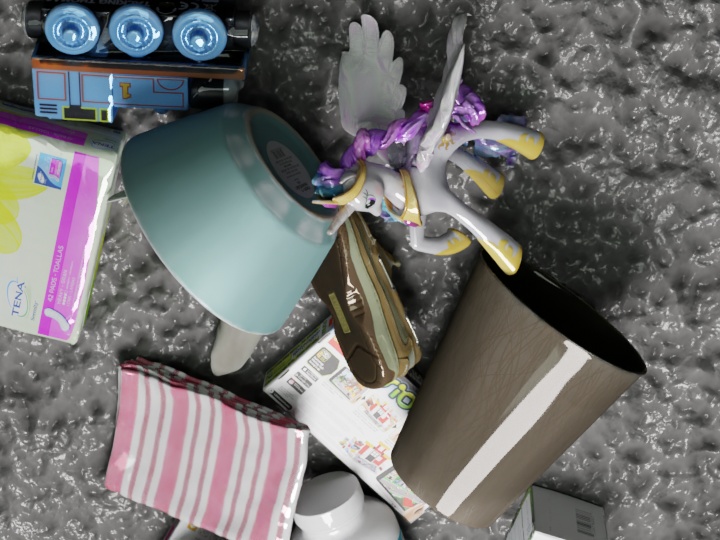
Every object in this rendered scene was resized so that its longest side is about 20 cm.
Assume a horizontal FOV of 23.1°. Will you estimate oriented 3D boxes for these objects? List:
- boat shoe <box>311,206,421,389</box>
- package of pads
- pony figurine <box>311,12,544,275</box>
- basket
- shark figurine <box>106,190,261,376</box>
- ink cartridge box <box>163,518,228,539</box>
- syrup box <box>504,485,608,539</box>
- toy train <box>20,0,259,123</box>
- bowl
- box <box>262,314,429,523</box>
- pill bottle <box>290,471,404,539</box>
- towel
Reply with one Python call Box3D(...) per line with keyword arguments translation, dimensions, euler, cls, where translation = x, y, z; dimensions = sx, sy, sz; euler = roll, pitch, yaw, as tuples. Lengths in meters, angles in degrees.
Box3D(translation=(0.000, 0.000, 1.565), dimensions=(0.071, 0.076, 0.202), euler=(-5, 106, 52), cls="boat shoe")
Box3D(translation=(-0.302, -0.044, 1.555), dimensions=(0.153, 0.068, 0.202), euler=(14, 116, -4), cls="package of pads")
Box3D(translation=(0.056, -0.104, 1.457), dimensions=(0.198, 0.166, 0.196), euler=(17, 82, -34), cls="pony figurine")
Box3D(translation=(0.125, 0.114, 1.549), dimensions=(0.180, 0.136, 0.201), euler=(38, 108, 20), cls="basket")
Box3D(translation=(-0.124, -0.003, 1.557), dimensions=(0.127, 0.090, 0.216), euler=(-23, 115, 12), cls="shark figurine")
Box3D(translation=(-0.170, 0.319, 1.744), dimensions=(0.094, 0.037, 0.201), euler=(27, 112, -10), cls="ink cartridge box")
Box3D(translation=(0.164, 0.317, 1.699), dimensions=(0.081, 0.079, 0.202), euler=(18, 116, -6), cls="syrup box")
Box3D(translation=(-0.184, -0.183, 1.476), dimensions=(0.197, 0.087, 0.115), euler=(3, 125, -1), cls="toy train")
Box3D(translation=(-0.093, -0.059, 1.460), dimensions=(0.105, 0.201, 0.201), euler=(-37, 109, 21), cls="bowl")
Box3D(translation=(0.017, 0.135, 1.643), dimensions=(0.110, 0.035, 0.200), euler=(-40, 108, 20), cls="box")
Box3D(translation=(-0.002, 0.293, 1.679), dimensions=(0.110, 0.111, 0.202), euler=(-17, 114, 11), cls="pill bottle")
Box3D(translation=(-0.146, 0.177, 1.638), dimensions=(0.198, 0.030, 0.148), euler=(20, 117, 19), cls="towel")
